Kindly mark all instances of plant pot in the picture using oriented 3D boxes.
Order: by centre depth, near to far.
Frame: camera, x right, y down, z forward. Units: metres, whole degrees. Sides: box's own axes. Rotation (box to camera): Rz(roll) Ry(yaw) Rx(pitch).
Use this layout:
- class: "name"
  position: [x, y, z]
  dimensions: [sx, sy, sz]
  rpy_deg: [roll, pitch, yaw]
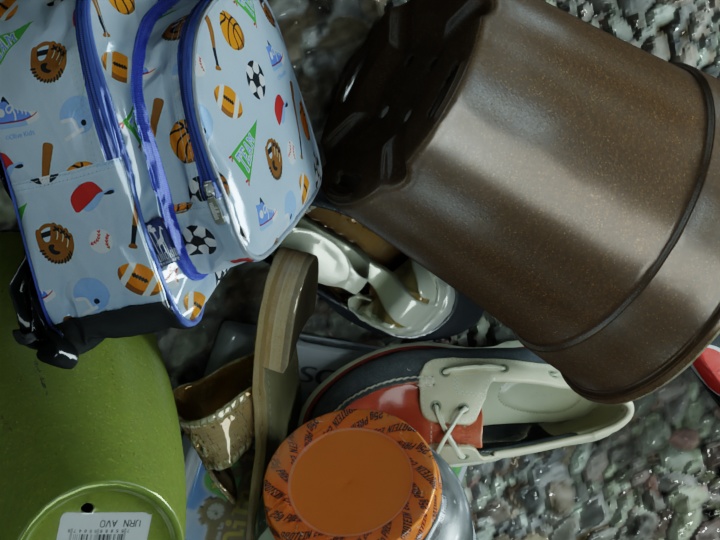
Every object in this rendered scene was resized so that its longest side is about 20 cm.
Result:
- class: "plant pot"
  position: [-0.169, 0.105, 1.493]
  dimensions: [0.187, 0.200, 0.188]
  rpy_deg: [-9, 117, -19]
- class: "plant pot"
  position: [0.097, -0.059, 1.546]
  dimensions: [0.198, 0.200, 0.201]
  rpy_deg: [29, 101, -23]

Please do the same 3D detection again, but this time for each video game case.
- class: "video game case"
  position: [-0.029, 0.135, 1.675]
  dimensions: [0.182, 0.022, 0.200]
  rpy_deg: [11, 110, -27]

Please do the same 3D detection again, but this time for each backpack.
- class: "backpack"
  position: [-0.116, -0.075, 1.434]
  dimensions: [0.154, 0.200, 0.191]
  rpy_deg: [-21, 105, 18]

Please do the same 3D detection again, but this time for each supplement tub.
- class: "supplement tub"
  position: [0.008, 0.172, 1.589]
  dimensions: [0.122, 0.123, 0.200]
  rpy_deg: [-27, 143, -9]

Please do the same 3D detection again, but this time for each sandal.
- class: "sandal"
  position: [-0.072, 0.069, 1.581]
  dimensions: [0.069, 0.078, 0.212]
  rpy_deg: [16, 128, 8]

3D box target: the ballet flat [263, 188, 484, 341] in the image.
- class: "ballet flat"
  position: [0.000, 0.000, 1.593]
  dimensions: [0.200, 0.073, 0.073]
  rpy_deg: [32, 99, -32]

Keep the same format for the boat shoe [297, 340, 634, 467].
- class: "boat shoe"
  position: [0.062, 0.082, 1.636]
  dimensions: [0.199, 0.063, 0.071]
  rpy_deg: [-7, 119, -26]

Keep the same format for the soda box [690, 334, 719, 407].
- class: "soda box"
  position: [0.223, 0.029, 1.707]
  dimensions: [0.071, 0.063, 0.200]
  rpy_deg: [-41, 123, -2]
